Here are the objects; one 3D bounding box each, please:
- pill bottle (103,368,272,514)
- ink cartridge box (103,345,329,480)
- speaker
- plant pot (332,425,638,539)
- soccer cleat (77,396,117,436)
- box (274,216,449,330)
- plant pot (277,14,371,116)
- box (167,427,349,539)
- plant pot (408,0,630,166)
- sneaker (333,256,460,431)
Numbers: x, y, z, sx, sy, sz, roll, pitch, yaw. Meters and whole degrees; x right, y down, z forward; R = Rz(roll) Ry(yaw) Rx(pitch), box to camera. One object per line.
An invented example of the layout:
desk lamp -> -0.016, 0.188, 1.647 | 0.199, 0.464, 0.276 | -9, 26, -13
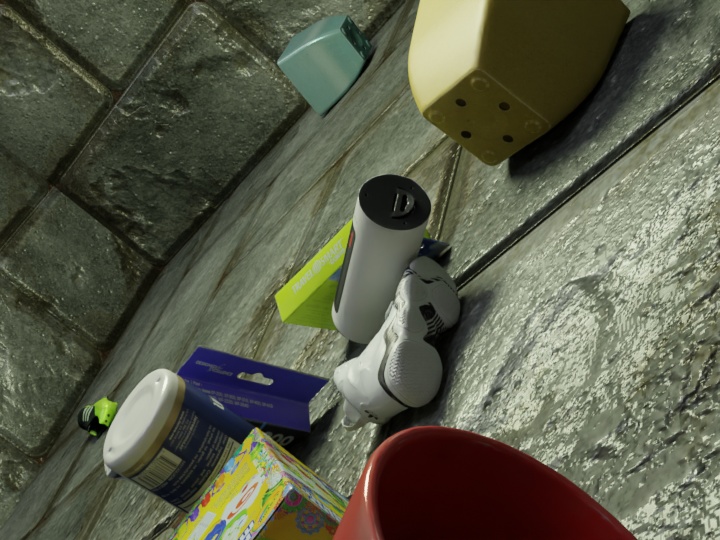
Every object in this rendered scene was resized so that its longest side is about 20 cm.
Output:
pill bottle -> -0.152, 0.197, 1.027 | 0.111, 0.199, 0.112 | -39, 27, 25
ink cartridge box -> -0.158, 0.179, 1.147 | 0.200, 0.196, 0.044 | -46, 47, 26
speaker -> 0.021, -0.009, 1.099 | 0.202, 0.080, 0.082 | 104, -170, -50
plant pot -> 0.044, 0.206, 0.472 | 0.179, 0.198, 0.201 | -57, 11, 23
soccer cleat -> -0.658, 0.373, 2.478 | 0.199, 0.067, 0.082 | -34, 35, 50
box -> 0.000, 0.000, 1.223 | 0.200, 0.121, 0.048 | -43, 54, 33
plant pot -> -0.081, -0.597, 2.817 | 0.198, 0.196, 0.197 | -30, 23, 29
box -> -0.091, 0.268, 0.844 | 0.201, 0.122, 0.192 | -52, 14, -4
plant pot -> 0.168, -0.247, 1.178 | 0.194, 0.194, 0.202 | -32, 30, 52
sneaker -> 0.033, 0.075, 1.020 | 0.115, 0.075, 0.201 | -38, 22, 36
